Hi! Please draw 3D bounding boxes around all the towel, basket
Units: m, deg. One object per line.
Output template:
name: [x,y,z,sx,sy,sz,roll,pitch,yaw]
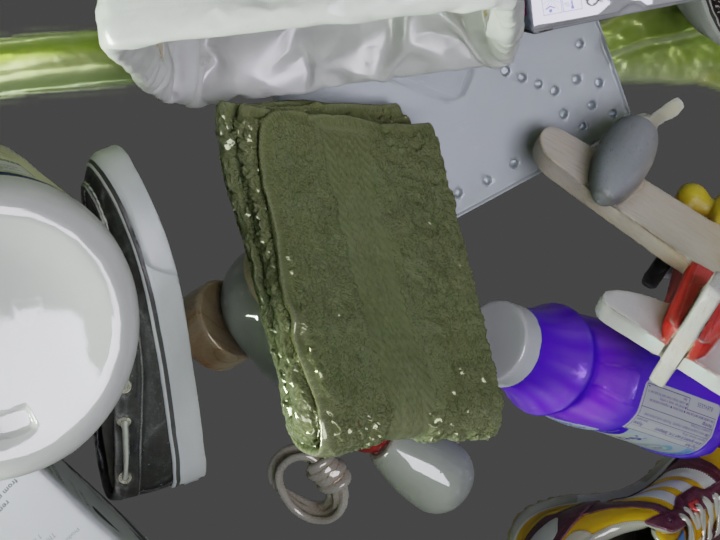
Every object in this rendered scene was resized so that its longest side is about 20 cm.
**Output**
towel: [0.000,0.000,1.080,0.148,0.036,0.201,-1,68,-40]
basket: [-0.027,-0.178,1.002,0.199,0.198,0.162,-7,87,3]

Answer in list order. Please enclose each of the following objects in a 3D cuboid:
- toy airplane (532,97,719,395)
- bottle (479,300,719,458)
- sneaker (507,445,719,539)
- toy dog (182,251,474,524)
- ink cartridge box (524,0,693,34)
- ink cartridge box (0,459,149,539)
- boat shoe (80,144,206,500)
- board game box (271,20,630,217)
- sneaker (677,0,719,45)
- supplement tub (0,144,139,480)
toy airplane: [0.213,-0.012,1.160,0.199,0.199,0.142,16,115,-34]
bottle: [0.138,0.062,1.193,0.200,0.083,0.066,20,87,-46]
sneaker: [0.195,0.162,1.266,0.199,0.090,0.075,-20,109,-16]
toy dog: [-0.011,0.044,1.153,0.200,0.131,0.097,61,37,-31]
ink cartridge box: [0.129,-0.238,1.096,0.119,0.042,0.201,-12,105,-14]
ink cartridge box: [-0.157,0.165,1.093,0.084,0.145,0.200,-46,115,-7]
boat shoe: [-0.132,0.033,1.113,0.063,0.071,0.201,-16,110,-19]
board game box: [0.038,-0.132,1.167,0.199,0.026,0.201,-28,112,-14]
sneaker: [0.180,-0.223,1.175,0.072,0.085,0.201,-21,105,-7]
supplement tub: [-0.201,0.010,1.007,0.144,0.200,0.146,-5,105,-21]
